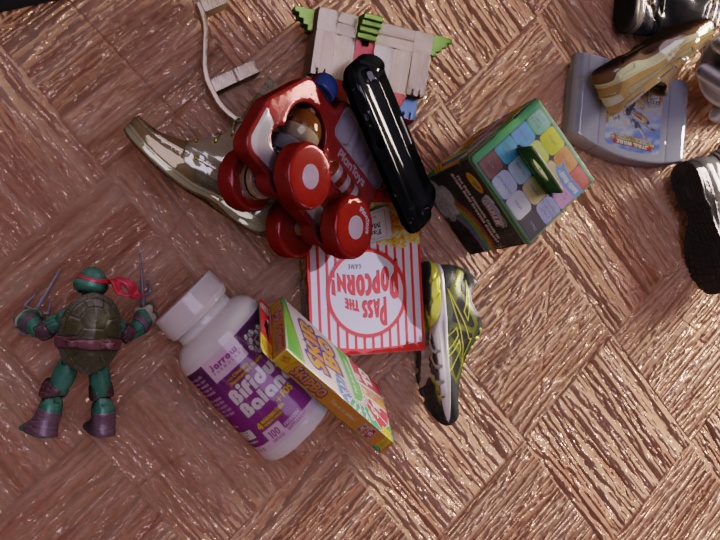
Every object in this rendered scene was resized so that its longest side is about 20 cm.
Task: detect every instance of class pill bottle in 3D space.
[{"bbox_3d":[-0.130,0.102,0.835,0.112,0.112,0.201,-45,100,-16],"label":"pill bottle"}]

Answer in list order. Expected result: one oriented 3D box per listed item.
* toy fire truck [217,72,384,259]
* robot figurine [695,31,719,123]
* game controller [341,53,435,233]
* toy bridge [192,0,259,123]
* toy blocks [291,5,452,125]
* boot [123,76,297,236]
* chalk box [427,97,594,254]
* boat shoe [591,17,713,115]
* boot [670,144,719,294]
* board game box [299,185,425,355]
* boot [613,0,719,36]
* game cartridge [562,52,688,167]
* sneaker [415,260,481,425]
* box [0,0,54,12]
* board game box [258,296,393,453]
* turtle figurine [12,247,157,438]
[{"bbox_3d":[-0.050,-0.116,0.811,0.200,0.110,0.171,48,56,-40],"label":"toy fire truck"},{"bbox_3d":[0.564,-0.289,1.078,0.196,0.172,0.114,-6,45,-38],"label":"robot figurine"},{"bbox_3d":[0.036,-0.146,0.862,0.041,0.105,0.204,-18,111,18],"label":"game controller"},{"bbox_3d":[-0.152,-0.228,0.893,0.066,0.027,0.204,-28,96,-17],"label":"toy bridge"},{"bbox_3d":[0.004,-0.231,0.922,0.194,0.100,0.141,7,96,-17],"label":"toy blocks"},{"bbox_3d":[-0.148,-0.154,0.845,0.198,0.072,0.156,33,96,-19],"label":"boot"},{"bbox_3d":[0.183,-0.112,0.907,0.123,0.199,0.126,-40,99,-16],"label":"chalk box"},{"bbox_3d":[0.407,-0.277,1.035,0.197,0.072,0.078,-29,107,-9],"label":"boat shoe"},{"bbox_3d":[0.532,-0.078,1.096,0.129,0.069,0.206,-18,100,-29],"label":"boot"},{"bbox_3d":[0.000,0.000,0.919,0.147,0.046,0.206,-2,87,-18],"label":"board game box"},{"bbox_3d":[0.452,-0.427,1.085,0.147,0.073,0.206,11,87,-16],"label":"boot"},{"bbox_3d":[0.380,-0.220,1.068,0.194,0.041,0.137,9,80,-18],"label":"game cartridge"},{"bbox_3d":[0.117,0.089,0.938,0.082,0.074,0.207,-2,87,-19],"label":"sneaker"},{"bbox_3d":[-0.397,-0.336,0.755,0.195,0.148,0.110,-19,93,-19],"label":"box"},{"bbox_3d":[-0.038,0.111,0.825,0.030,0.096,0.199,-39,119,15],"label":"board game box"},{"bbox_3d":[-0.293,0.071,0.794,0.146,0.100,0.206,9,89,-17],"label":"turtle figurine"}]
